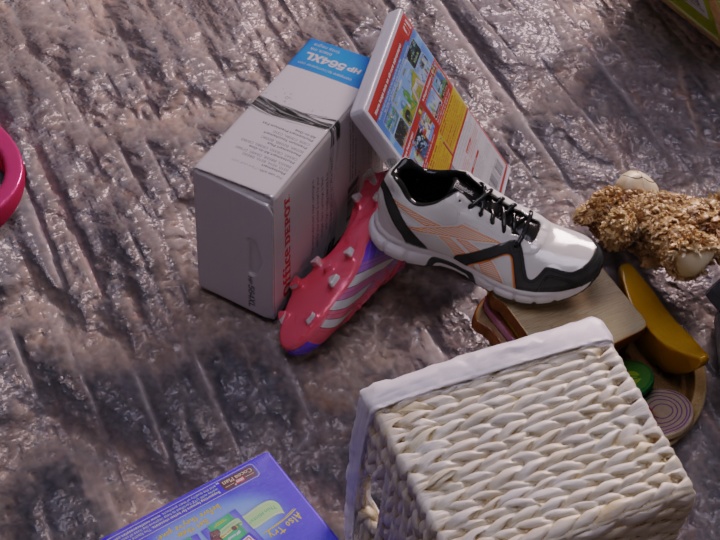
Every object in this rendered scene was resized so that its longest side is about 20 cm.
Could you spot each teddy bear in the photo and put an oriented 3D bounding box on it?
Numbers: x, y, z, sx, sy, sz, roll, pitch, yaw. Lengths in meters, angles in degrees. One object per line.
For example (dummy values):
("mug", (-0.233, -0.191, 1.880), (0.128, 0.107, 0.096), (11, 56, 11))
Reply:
("teddy bear", (0.264, -0.043, 1.390), (0.143, 0.067, 0.200), (-11, 17, -3))

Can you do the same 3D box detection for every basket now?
("basket", (0.109, 0.170, 1.159), (0.198, 0.199, 0.162), (-17, 54, -18))

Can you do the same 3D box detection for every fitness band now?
("fitness band", (-0.392, -0.094, 1.487), (0.143, 0.038, 0.199), (-34, 56, -29))

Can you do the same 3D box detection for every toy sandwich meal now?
("toy sandwich meal", (0.193, 0.065, 1.343), (0.203, 0.071, 0.207), (1, 47, -1))

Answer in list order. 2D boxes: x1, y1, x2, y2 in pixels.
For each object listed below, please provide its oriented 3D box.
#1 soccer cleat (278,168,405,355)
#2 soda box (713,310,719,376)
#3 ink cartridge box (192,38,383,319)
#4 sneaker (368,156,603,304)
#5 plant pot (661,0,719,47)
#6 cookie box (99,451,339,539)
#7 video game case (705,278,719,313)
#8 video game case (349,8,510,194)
("soccer cleat", (0.000, 0.000, 1.405), (0.066, 0.077, 0.201), (-3, 49, 47))
("soda box", (0.334, 0.098, 1.324), (0.067, 0.064, 0.201), (5, 47, 0))
("ink cartridge box", (-0.059, -0.081, 1.416), (0.084, 0.147, 0.200), (23, 49, 19))
("sneaker", (0.102, -0.034, 1.329), (0.198, 0.081, 0.074), (14, 45, 9))
("plant pot", (0.383, -0.344, 1.640), (0.181, 0.199, 0.200), (-43, 57, -2))
("cookie box", (-0.082, 0.252, 1.151), (0.170, 0.076, 0.200), (-25, 53, -24))
("video game case", (0.393, 0.064, 1.314), (0.180, 0.026, 0.201), (-21, 68, -44))
("video game case", (0.066, -0.111, 1.434), (0.017, 0.200, 0.144), (-16, 37, 32))
